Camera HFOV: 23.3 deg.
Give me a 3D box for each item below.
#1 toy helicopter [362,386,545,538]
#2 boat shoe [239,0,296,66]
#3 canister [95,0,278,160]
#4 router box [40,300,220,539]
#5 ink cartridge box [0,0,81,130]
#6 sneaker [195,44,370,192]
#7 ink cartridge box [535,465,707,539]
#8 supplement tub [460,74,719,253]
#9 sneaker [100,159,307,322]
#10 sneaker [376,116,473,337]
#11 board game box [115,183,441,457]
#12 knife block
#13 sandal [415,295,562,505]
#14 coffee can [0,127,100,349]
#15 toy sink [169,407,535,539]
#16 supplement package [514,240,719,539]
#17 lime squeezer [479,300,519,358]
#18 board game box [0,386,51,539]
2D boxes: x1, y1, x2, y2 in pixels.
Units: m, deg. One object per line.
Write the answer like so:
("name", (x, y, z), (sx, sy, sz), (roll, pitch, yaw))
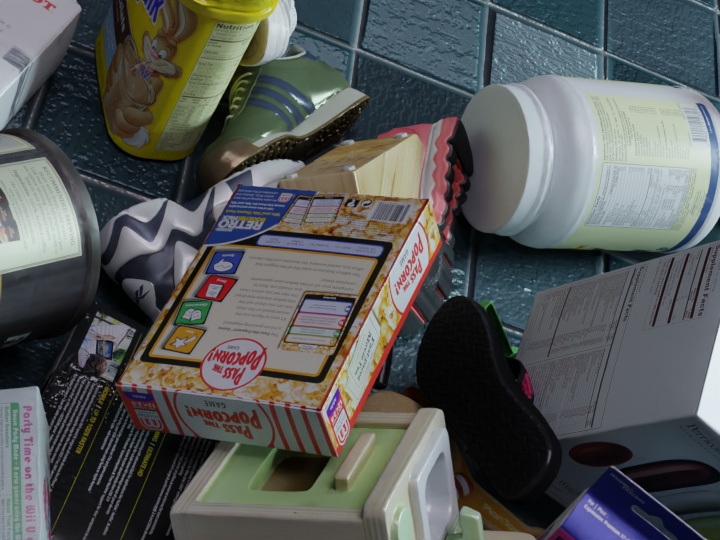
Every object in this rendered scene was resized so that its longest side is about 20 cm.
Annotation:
("toy helicopter", (0.073, 0.160, 1.279), (0.200, 0.079, 0.132), (39, 37, -11))
("boat shoe", (-0.083, -0.210, 1.412), (0.069, 0.071, 0.200), (6, 19, -22))
("canister", (-0.136, -0.198, 1.339), (0.086, 0.200, 0.149), (4, 54, -25))
("router box", (-0.158, 0.134, 1.174), (0.149, 0.051, 0.200), (28, 48, -9))
("ink cartridge box", (-0.321, -0.157, 1.290), (0.146, 0.083, 0.200), (33, 47, -1))
("sneaker", (-0.083, -0.126, 1.407), (0.090, 0.067, 0.200), (45, 42, 11))
("ink cartridge box", (0.154, 0.215, 1.177), (0.095, 0.200, 0.037), (38, 47, 5))
("supplement tub", (0.194, -0.089, 1.468), (0.200, 0.145, 0.145), (2, 55, -27))
("sneaker", (-0.088, -0.001, 1.302), (0.199, 0.079, 0.130), (-18, 72, -44))
("sneaker", (0.031, -0.033, 1.406), (0.087, 0.074, 0.200), (2, 58, 23))
("board game box", (-0.051, 0.027, 1.166), (0.151, 0.046, 0.200), (6, 46, 25))
("knife block", (0.000, 0.000, 1.325), (0.200, 0.064, 0.176), (-39, 121, -63))
("sandal", (0.095, 0.096, 1.247), (0.045, 0.075, 0.200), (25, 24, -36))
("coffee can", (-0.290, -0.007, 1.125), (0.200, 0.146, 0.146), (-16, 64, -48))
("toy sink", (0.000, 0.163, 1.114), (0.200, 0.112, 0.130), (1, 26, 21))
("supplement package", (0.239, 0.103, 1.256), (0.191, 0.200, 0.147), (36, 58, -26))
("lime squeezer", (0.143, 0.093, 1.357), (0.200, 0.071, 0.038), (51, 58, -17))
("board game box", (-0.287, 0.153, 1.043), (0.200, 0.064, 0.148), (-4, 56, -5))
